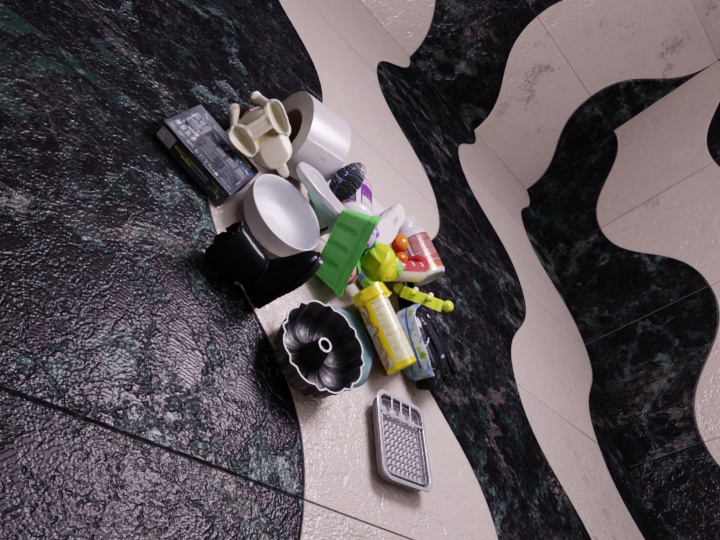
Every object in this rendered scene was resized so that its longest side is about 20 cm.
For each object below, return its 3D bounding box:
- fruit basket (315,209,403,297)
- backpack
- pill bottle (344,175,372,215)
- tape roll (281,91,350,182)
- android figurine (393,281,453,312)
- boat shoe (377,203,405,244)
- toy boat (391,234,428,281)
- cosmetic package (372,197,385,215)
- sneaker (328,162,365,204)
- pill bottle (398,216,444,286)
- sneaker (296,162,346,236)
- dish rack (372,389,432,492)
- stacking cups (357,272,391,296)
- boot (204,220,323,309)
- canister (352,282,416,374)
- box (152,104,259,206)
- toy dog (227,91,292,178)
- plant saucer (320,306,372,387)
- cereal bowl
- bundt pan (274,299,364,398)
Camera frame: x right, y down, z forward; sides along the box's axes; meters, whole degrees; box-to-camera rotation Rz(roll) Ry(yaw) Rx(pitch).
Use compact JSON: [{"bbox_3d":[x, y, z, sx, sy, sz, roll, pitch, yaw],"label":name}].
[{"bbox_3d":[0.012,-0.029,1.293,0.217,0.214,0.156,54,8,-4],"label":"fruit basket"},{"bbox_3d":[0.157,0.191,1.413,0.162,0.151,0.204,-20,99,-57],"label":"backpack"},{"bbox_3d":[-0.020,-0.178,1.515,0.112,0.112,0.203,36,36,-31],"label":"pill bottle"},{"bbox_3d":[-0.140,-0.337,1.400,0.138,0.201,0.206,23,43,-44],"label":"tape roll"},{"bbox_3d":[0.176,0.079,1.527,0.179,0.042,0.200,21,-3,14],"label":"android figurine"},{"bbox_3d":[0.063,-0.128,1.535,0.073,0.068,0.201,57,39,-24],"label":"boat shoe"},{"bbox_3d":[0.113,-0.036,1.533,0.199,0.128,0.134,3,90,-56],"label":"toy boat"},{"bbox_3d":[0.031,-0.132,1.609,0.082,0.050,0.202,39,34,-24],"label":"cosmetic package"},{"bbox_3d":[-0.060,-0.204,1.411,0.075,0.200,0.079,41,17,-10],"label":"sneaker"},{"bbox_3d":[0.177,-0.062,1.699,0.111,0.111,0.203,1,61,-56],"label":"pill bottle"},{"bbox_3d":[-0.123,-0.163,1.329,0.201,0.117,0.074,51,27,-29],"label":"sneaker"},{"bbox_3d":[0.085,0.382,1.196,0.171,0.043,0.203,34,36,-36],"label":"dish rack"},{"bbox_3d":[0.000,0.000,1.435,0.201,0.060,0.060,51,29,-2],"label":"stacking cups"},{"bbox_3d":[-0.190,-0.026,1.034,0.163,0.196,0.074,50,26,-22],"label":"boot"},{"bbox_3d":[0.059,0.145,1.309,0.149,0.085,0.203,70,-5,-78],"label":"canister"},{"bbox_3d":[-0.331,-0.255,1.182,0.201,0.051,0.158,49,30,-13],"label":"box"},{"bbox_3d":[-0.226,-0.328,1.282,0.194,0.139,0.200,48,3,-31],"label":"toy dog"},{"bbox_3d":[-0.032,0.165,1.240,0.199,0.036,0.202,38,34,-31],"label":"plant saucer"},{"bbox_3d":[-0.188,-0.111,1.224,0.199,0.083,0.202,37,34,-30],"label":"cereal bowl"},{"bbox_3d":[-0.090,0.167,1.088,0.199,0.076,0.205,26,43,-27],"label":"bundt pan"}]
